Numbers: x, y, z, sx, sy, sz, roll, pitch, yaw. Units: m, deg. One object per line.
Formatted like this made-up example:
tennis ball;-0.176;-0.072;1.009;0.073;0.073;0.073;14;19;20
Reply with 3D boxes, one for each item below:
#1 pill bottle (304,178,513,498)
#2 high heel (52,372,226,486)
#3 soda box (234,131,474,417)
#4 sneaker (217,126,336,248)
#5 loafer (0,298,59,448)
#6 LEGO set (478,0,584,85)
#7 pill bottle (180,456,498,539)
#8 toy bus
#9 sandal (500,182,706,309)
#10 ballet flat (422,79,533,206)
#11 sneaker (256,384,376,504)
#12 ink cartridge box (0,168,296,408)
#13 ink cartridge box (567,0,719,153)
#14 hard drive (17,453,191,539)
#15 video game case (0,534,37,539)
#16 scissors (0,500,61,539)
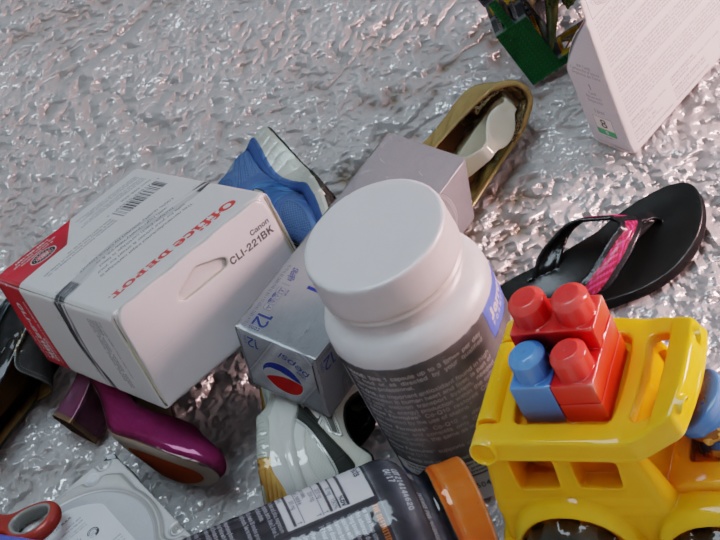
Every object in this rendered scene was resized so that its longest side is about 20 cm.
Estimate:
pill bottle;0.044;0.045;1.274;0.113;0.201;0.114;-16;42;15
high heel;-0.146;0.090;1.440;0.199;0.067;0.097;17;69;45
soda box;0.000;0.000;1.362;0.068;0.064;0.201;20;55;26
sneaker;-0.056;-0.032;1.525;0.089;0.079;0.200;-44;34;-1
loafer;-0.257;0.075;1.532;0.072;0.073;0.201;29;76;36
LEGO set;0.135;-0.255;1.557;0.153;0.200;0.116;-40;34;20
pill bottle;-0.015;0.184;1.229;0.198;0.107;0.107;-21;39;-6
toy bus;0.164;0.085;1.170;0.198;0.193;0.136;-2;45;27
sandal;0.153;-0.002;1.379;0.199;0.045;0.075;-31;40;-1
ballet flat;0.066;-0.072;1.479;0.063;0.069;0.201;-19;33;55
sneaker;-0.029;0.089;1.388;0.087;0.076;0.201;-7;45;1
ink cartridge box;-0.149;0.008;1.425;0.144;0.084;0.199;-40;26;-22
ink cartridge box;0.205;-0.211;1.444;0.050;0.201;0.161;23;61;44
hard drive;-0.169;0.222;1.346;0.139;0.038;0.200;-40;42;-11
video game case;-0.141;0.255;1.184;0.198;0.183;0.045;3;24;32
scissors;-0.279;0.186;1.429;0.199;0.014;0.073;2;46;51
